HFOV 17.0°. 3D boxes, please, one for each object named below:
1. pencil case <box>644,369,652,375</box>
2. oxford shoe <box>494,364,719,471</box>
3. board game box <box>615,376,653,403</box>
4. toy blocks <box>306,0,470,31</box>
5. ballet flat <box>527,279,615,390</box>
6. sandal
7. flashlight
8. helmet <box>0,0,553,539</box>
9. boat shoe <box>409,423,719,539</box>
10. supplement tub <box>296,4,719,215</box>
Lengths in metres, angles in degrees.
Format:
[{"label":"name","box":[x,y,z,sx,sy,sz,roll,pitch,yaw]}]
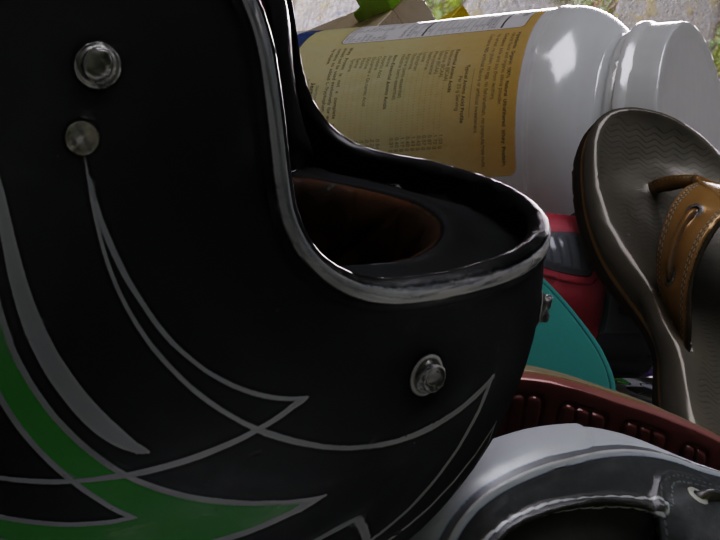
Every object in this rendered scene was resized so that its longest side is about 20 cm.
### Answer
[{"label":"pencil case","box":[0.192,-0.021,1.187,0.200,0.084,0.085,-25,27,-21]},{"label":"oxford shoe","box":[0.028,0.049,0.772,0.199,0.071,0.075,12,20,-4]},{"label":"board game box","box":[0.052,0.059,0.913,0.199,0.035,0.126,9,8,-20]},{"label":"toy blocks","box":[0.007,-0.055,1.265,0.136,0.200,0.100,-17,22,42]},{"label":"ballet flat","box":[0.000,0.000,0.829,0.200,0.068,0.062,38,-38,-11]},{"label":"sandal","box":[0.132,0.008,0.889,0.081,0.055,0.200,12,43,-18]},{"label":"flashlight","box":[0.020,0.003,0.932,0.199,0.068,0.068,4,13,-18]},{"label":"helmet","box":[-0.060,0.000,0.602,0.200,0.191,0.200,-28,14,7]},{"label":"boat shoe","box":[0.097,0.086,0.677,0.200,0.069,0.057,8,9,-38]},{"label":"supplement tub","box":[0.054,-0.042,1.067,0.199,0.145,0.144,-2,2,23]}]
